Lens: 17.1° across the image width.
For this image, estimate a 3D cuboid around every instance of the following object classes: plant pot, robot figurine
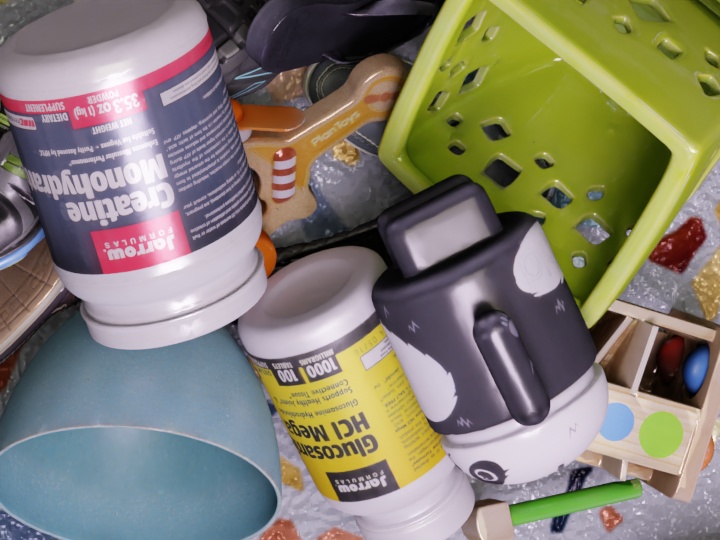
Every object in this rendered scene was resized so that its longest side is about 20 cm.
[{"bbox_3d":[-0.148,0.092,1.636,0.198,0.200,0.136,11,58,-12],"label":"plant pot"},{"bbox_3d":[0.158,-0.119,1.611,0.200,0.199,0.181,40,50,11],"label":"plant pot"},{"bbox_3d":[0.081,0.042,1.563,0.124,0.150,0.201,-17,105,35],"label":"robot figurine"}]

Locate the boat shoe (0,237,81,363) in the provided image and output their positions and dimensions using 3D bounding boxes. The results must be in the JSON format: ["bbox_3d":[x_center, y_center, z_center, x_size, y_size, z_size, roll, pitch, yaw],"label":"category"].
[{"bbox_3d":[-0.199,-0.008,1.661,0.200,0.072,0.065,-52,135,0],"label":"boat shoe"}]

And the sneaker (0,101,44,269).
[{"bbox_3d":[-0.225,-0.074,1.605,0.200,0.071,0.083,-49,118,-9],"label":"sneaker"}]

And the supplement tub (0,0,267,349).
[{"bbox_3d":[-0.143,-0.066,1.530,0.139,0.140,0.201,-19,112,-8],"label":"supplement tub"}]

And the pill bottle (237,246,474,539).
[{"bbox_3d":[0.003,0.094,1.653,0.112,0.112,0.201,-29,114,-7],"label":"pill bottle"}]

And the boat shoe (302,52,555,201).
[{"bbox_3d":[0.053,-0.098,1.701,0.199,0.062,0.073,28,92,-12],"label":"boat shoe"}]

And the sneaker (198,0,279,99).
[{"bbox_3d":[-0.067,-0.178,1.667,0.199,0.079,0.075,-35,67,-26],"label":"sneaker"}]

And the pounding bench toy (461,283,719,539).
[{"bbox_3d":[0.169,0.117,1.715,0.155,0.124,0.202,17,93,-13],"label":"pounding bench toy"}]

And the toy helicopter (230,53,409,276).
[{"bbox_3d":[-0.055,-0.089,1.635,0.199,0.079,0.132,-33,132,4],"label":"toy helicopter"}]

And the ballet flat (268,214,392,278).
[{"bbox_3d":[0.000,0.000,1.704,0.199,0.057,0.067,-18,97,-9],"label":"ballet flat"}]

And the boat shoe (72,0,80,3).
[{"bbox_3d":[-0.135,-0.202,1.654,0.068,0.072,0.201,36,86,-27],"label":"boat shoe"}]

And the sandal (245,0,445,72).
[{"bbox_3d":[0.003,-0.168,1.646,0.199,0.076,0.043,-24,58,-42],"label":"sandal"}]
